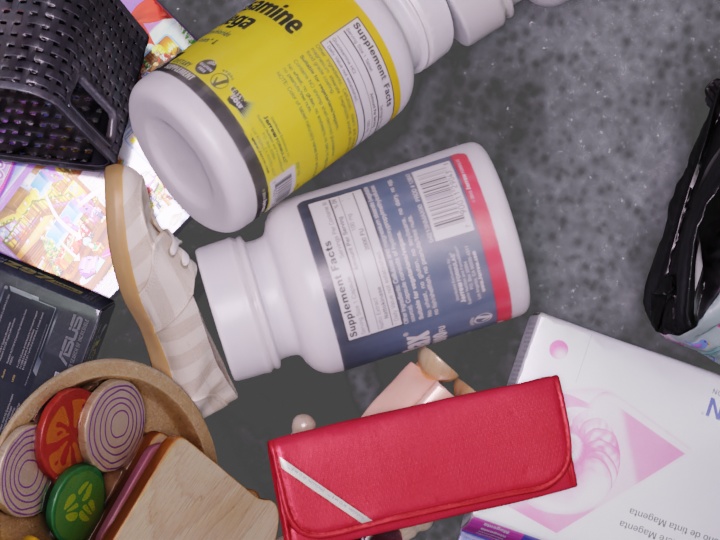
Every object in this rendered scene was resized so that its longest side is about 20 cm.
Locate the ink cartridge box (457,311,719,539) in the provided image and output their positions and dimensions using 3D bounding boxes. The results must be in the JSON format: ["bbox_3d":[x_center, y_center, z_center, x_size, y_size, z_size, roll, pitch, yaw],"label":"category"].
[{"bbox_3d":[0.177,0.153,1.382,0.195,0.043,0.201,19,86,-2],"label":"ink cartridge box"}]

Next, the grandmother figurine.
[{"bbox_3d":[-0.004,0.143,1.364,0.121,0.061,0.200,40,86,-6],"label":"grandmother figurine"}]

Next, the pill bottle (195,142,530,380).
[{"bbox_3d":[0.000,0.000,1.340,0.199,0.120,0.120,-17,89,-3],"label":"pill bottle"}]

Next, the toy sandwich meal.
[{"bbox_3d":[-0.144,0.154,1.282,0.204,0.070,0.207,-3,95,-43],"label":"toy sandwich meal"}]

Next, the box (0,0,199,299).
[{"bbox_3d":[-0.169,-0.074,1.374,0.137,0.039,0.200,45,87,-1],"label":"box"}]

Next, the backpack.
[{"bbox_3d":[0.269,-0.032,1.340,0.126,0.167,0.201,22,93,-7],"label":"backpack"}]

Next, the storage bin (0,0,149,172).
[{"bbox_3d":[-0.249,-0.137,1.293,0.199,0.135,0.094,8,74,18],"label":"storage bin"}]

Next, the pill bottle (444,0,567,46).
[{"bbox_3d":[0.127,-0.240,1.356,0.199,0.114,0.115,-35,90,-4],"label":"pill bottle"}]

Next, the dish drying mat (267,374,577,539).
[{"bbox_3d":[0.042,0.125,1.330,0.199,0.018,0.077,-11,93,-12],"label":"dish drying mat"}]

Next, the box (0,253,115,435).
[{"bbox_3d":[-0.266,0.085,1.337,0.157,0.051,0.201,20,97,3],"label":"box"}]

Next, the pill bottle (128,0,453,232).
[{"bbox_3d":[-0.040,-0.122,1.312,0.200,0.112,0.113,-37,90,-23],"label":"pill bottle"}]

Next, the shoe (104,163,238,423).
[{"bbox_3d":[-0.124,0.015,1.329,0.053,0.070,0.201,-13,124,-1],"label":"shoe"}]
